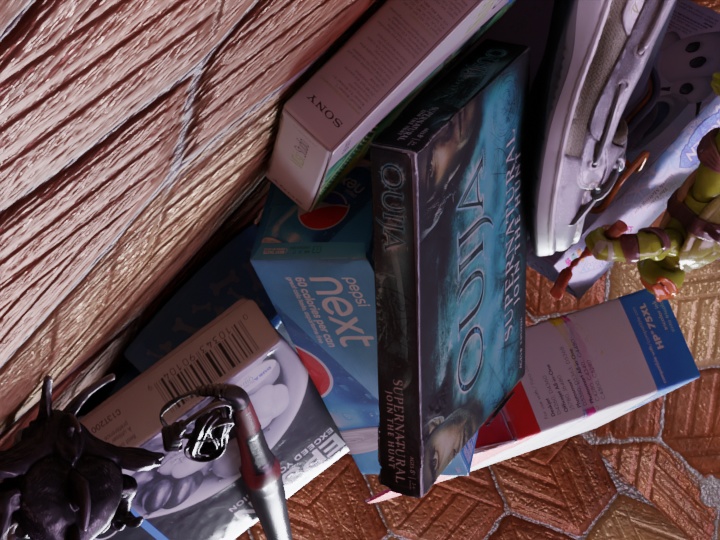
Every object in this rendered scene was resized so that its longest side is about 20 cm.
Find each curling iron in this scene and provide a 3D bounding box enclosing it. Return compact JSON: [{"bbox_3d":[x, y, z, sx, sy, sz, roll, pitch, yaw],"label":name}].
[{"bbox_3d":[-0.064,0.110,1.313,0.049,0.026,0.200,-16,151,5],"label":"curling iron"}]

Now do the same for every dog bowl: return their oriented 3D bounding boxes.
[{"bbox_3d":[-0.100,0.053,1.406,0.111,0.050,0.200,-43,175,-41],"label":"dog bowl"}]

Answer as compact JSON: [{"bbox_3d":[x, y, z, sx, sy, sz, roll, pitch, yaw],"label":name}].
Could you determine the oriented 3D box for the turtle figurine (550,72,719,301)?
[{"bbox_3d":[0.201,-0.040,1.443,0.200,0.064,0.161,-12,134,-50],"label":"turtle figurine"}]

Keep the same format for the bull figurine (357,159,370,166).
[{"bbox_3d":[0.000,0.000,1.402,0.065,0.121,0.200,-42,174,-48],"label":"bull figurine"}]

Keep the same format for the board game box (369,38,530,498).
[{"bbox_3d":[0.048,-0.001,1.238,0.135,0.028,0.200,-45,140,-50],"label":"board game box"}]

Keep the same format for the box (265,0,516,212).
[{"bbox_3d":[0.037,-0.120,1.168,0.200,0.036,0.144,-45,177,-10],"label":"box"}]

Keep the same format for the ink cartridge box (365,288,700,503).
[{"bbox_3d":[0.096,0.077,1.493,0.200,0.067,0.116,-15,169,-37],"label":"ink cartridge box"}]

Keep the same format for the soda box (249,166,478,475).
[{"bbox_3d":[0.008,0.031,1.302,0.200,0.068,0.064,65,31,-47],"label":"soda box"}]

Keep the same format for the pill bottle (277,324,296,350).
[{"bbox_3d":[-0.026,0.034,1.574,0.112,0.112,0.200,-46,177,-2],"label":"pill bottle"}]

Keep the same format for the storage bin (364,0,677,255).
[{"bbox_3d":[0.109,-0.114,1.410,0.200,0.145,0.134,-44,166,-32],"label":"storage bin"}]

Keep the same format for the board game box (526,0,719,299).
[{"bbox_3d":[0.141,-0.101,1.564,0.199,0.200,0.043,-45,132,-7],"label":"board game box"}]

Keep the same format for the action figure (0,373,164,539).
[{"bbox_3d":[-0.166,0.143,1.200,0.119,0.102,0.200,-1,100,-42],"label":"action figure"}]

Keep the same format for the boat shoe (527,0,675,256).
[{"bbox_3d":[0.127,-0.097,1.268,0.074,0.065,0.202,-93,-167,-65],"label":"boat shoe"}]

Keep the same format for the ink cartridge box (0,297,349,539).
[{"bbox_3d":[-0.096,0.124,1.359,0.198,0.043,0.200,-37,148,1],"label":"ink cartridge box"}]
